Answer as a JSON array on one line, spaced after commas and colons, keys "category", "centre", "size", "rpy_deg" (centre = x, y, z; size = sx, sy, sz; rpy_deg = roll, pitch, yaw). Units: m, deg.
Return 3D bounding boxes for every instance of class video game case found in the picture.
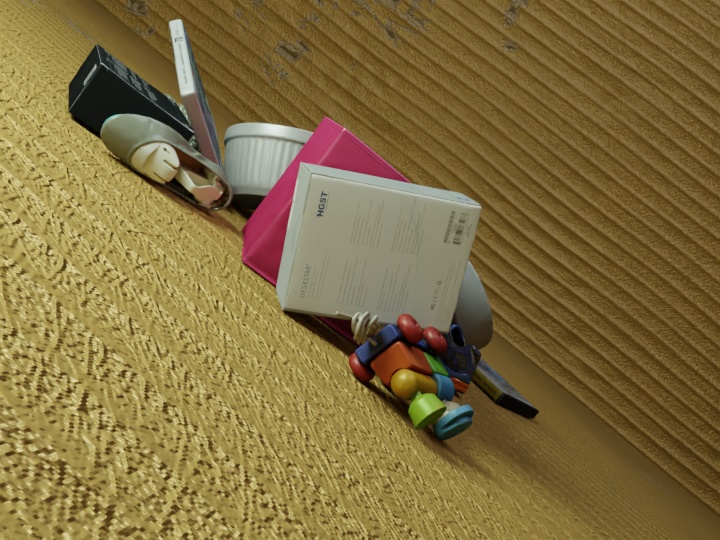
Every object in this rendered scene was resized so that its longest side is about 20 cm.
[{"category": "video game case", "centre": [-0.232, -0.229, 1.123], "size": [0.201, 0.023, 0.183], "rpy_deg": [80, -7, -50]}, {"category": "video game case", "centre": [0.246, 0.207, 1.505], "size": [0.181, 0.026, 0.200], "rpy_deg": [43, 7, 35]}]

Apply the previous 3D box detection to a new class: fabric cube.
[{"category": "fabric cube", "centre": [-0.021, -0.056, 1.013], "size": [0.196, 0.200, 0.200], "rpy_deg": [36, 7, -16]}]

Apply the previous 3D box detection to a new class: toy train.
[{"category": "toy train", "centre": [0.044, 0.111, 0.791], "size": [0.116, 0.085, 0.200], "rpy_deg": [57, 14, 28]}]

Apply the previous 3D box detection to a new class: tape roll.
[{"category": "tape roll", "centre": [0.144, 0.052, 1.320], "size": [0.201, 0.066, 0.201], "rpy_deg": [57, -19, 33]}]

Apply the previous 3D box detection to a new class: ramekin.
[{"category": "ramekin", "centre": [-0.124, -0.151, 1.223], "size": [0.198, 0.106, 0.200], "rpy_deg": [10, -6, 1]}]

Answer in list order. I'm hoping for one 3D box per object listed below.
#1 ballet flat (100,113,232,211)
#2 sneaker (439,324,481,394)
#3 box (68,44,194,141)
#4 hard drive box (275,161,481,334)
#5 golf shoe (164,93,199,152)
[{"category": "ballet flat", "centre": [-0.227, -0.128, 0.949], "size": [0.200, 0.067, 0.064], "rpy_deg": [29, 22, -55]}, {"category": "sneaker", "centre": [0.126, 0.112, 1.227], "size": [0.075, 0.079, 0.200], "rpy_deg": [34, 8, -42]}, {"category": "box", "centre": [-0.312, -0.219, 1.039], "size": [0.141, 0.079, 0.200], "rpy_deg": [33, 7, -28]}, {"category": "hard drive box", "centre": [0.017, -0.024, 0.876], "size": [0.198, 0.157, 0.077], "rpy_deg": [10, 15, -16]}, {"category": "golf shoe", "centre": [-0.287, -0.224, 1.270], "size": [0.097, 0.078, 0.200], "rpy_deg": [42, 4, -40]}]
